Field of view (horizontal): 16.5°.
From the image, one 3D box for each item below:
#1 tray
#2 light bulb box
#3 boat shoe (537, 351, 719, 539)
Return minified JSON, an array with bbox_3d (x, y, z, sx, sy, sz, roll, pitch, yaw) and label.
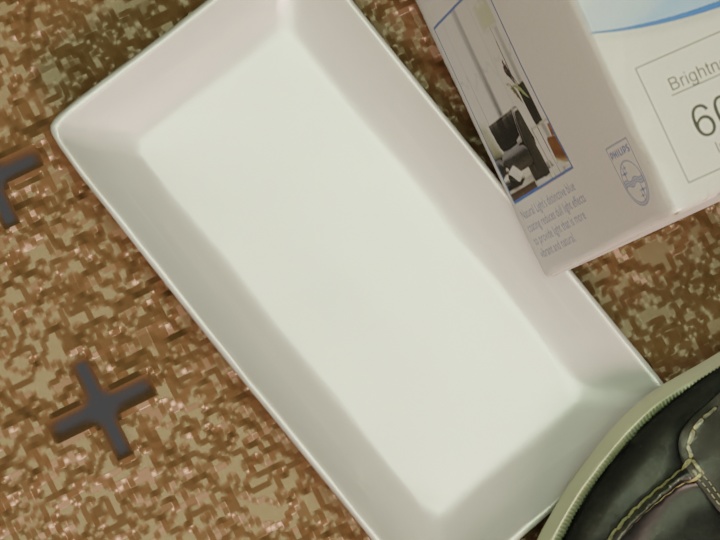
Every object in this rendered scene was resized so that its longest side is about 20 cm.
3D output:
[{"bbox_3d":[0.000,0.000,0.810,0.107,0.022,0.200,-39,90,-9],"label":"tray"},{"bbox_3d":[0.115,-0.133,0.780,0.198,0.125,0.200,-25,88,-17],"label":"light bulb box"},{"bbox_3d":[0.132,0.064,0.791,0.200,0.068,0.072,-40,114,-8],"label":"boat shoe"}]
